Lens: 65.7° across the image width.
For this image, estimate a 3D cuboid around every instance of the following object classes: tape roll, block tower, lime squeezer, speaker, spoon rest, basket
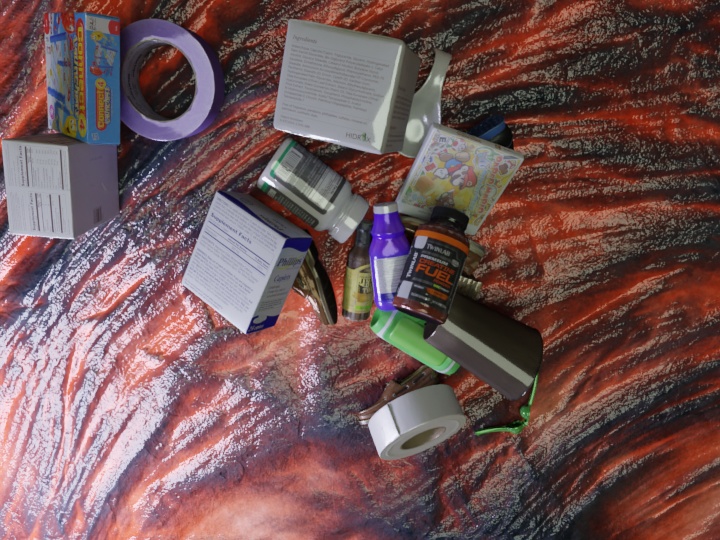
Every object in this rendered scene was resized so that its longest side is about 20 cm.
[{"bbox_3d":[0.118,0.319,1.165,0.199,0.072,0.204,-17,148,-11],"label":"tape roll"},{"bbox_3d":[0.145,0.012,1.143,0.196,0.058,0.055,19,106,-5],"label":"block tower"},{"bbox_3d":[-0.352,-0.342,1.013,0.195,0.085,0.204,-1,107,-2],"label":"tape roll"},{"bbox_3d":[0.352,0.319,1.255,0.071,0.038,0.201,45,104,19],"label":"lime squeezer"},{"bbox_3d":[0.120,0.137,1.164,0.198,0.089,0.089,31,104,-10],"label":"speaker"},{"bbox_3d":[0.119,-0.311,1.043,0.098,0.061,0.203,18,105,-6],"label":"spoon rest"},{"bbox_3d":[0.233,0.133,1.091,0.198,0.181,0.137,30,116,-3],"label":"basket"}]

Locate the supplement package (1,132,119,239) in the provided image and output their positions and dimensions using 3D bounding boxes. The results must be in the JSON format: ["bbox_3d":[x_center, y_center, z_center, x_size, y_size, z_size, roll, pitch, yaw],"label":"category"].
[{"bbox_3d":[-0.528,-0.159,1.002,0.108,0.200,0.159,5,107,-2],"label":"supplement package"}]

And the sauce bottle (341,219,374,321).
[{"bbox_3d":[0.000,0.000,1.131,0.063,0.065,0.204,5,108,-3],"label":"sauce bottle"}]

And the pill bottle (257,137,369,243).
[{"bbox_3d":[-0.088,-0.148,1.060,0.199,0.113,0.114,36,103,-11],"label":"pill bottle"}]

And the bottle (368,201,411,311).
[{"bbox_3d":[0.057,-0.027,1.068,0.082,0.065,0.204,-8,105,-2],"label":"bottle"}]

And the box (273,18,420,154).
[{"bbox_3d":[-0.016,-0.306,0.950,0.196,0.199,0.175,16,106,10],"label":"box"}]

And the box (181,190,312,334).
[{"bbox_3d":[-0.216,-0.019,1.063,0.182,0.104,0.203,33,107,21],"label":"box"}]

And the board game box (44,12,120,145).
[{"bbox_3d":[-0.482,-0.334,0.965,0.055,0.194,0.204,-10,113,-44],"label":"board game box"}]

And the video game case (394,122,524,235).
[{"bbox_3d":[0.179,-0.164,1.051,0.179,0.023,0.201,15,135,-11],"label":"video game case"}]

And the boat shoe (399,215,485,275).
[{"bbox_3d":[0.152,-0.049,1.108,0.197,0.076,0.073,23,91,-6],"label":"boat shoe"}]

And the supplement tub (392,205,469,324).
[{"bbox_3d":[0.135,-0.012,1.017,0.105,0.107,0.204,20,83,-7],"label":"supplement tub"}]

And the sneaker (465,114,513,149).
[{"bbox_3d":[0.199,-0.214,1.069,0.197,0.071,0.078,-26,124,18],"label":"sneaker"}]

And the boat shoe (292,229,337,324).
[{"bbox_3d":[-0.105,0.020,1.132,0.067,0.072,0.204,-18,98,12],"label":"boat shoe"}]

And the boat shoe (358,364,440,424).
[{"bbox_3d":[0.078,0.268,1.216,0.197,0.072,0.069,-25,89,-1],"label":"boat shoe"}]
